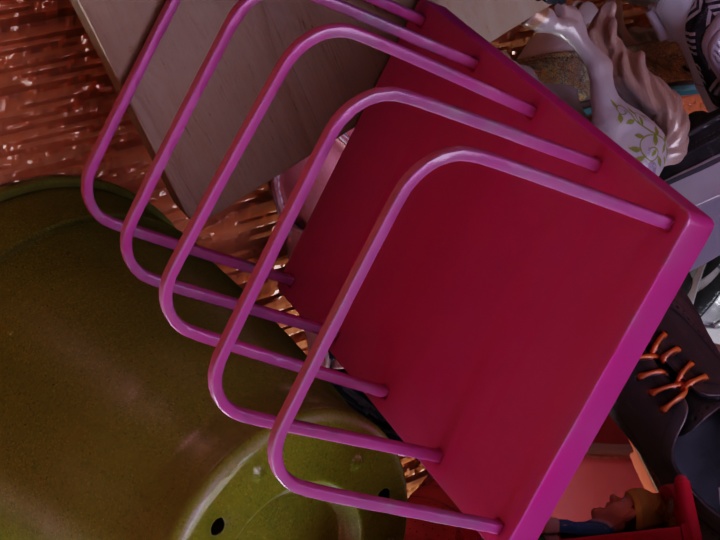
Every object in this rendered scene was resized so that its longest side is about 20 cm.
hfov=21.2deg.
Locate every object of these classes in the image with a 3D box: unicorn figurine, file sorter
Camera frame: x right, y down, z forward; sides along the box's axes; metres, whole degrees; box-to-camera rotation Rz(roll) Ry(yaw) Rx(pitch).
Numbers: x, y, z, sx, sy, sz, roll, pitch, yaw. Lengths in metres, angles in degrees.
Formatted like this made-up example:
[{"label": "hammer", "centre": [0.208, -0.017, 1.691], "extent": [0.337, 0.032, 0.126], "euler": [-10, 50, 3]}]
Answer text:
[{"label": "unicorn figurine", "centre": [0.079, -0.030, 0.891], "extent": [0.200, 0.074, 0.138], "euler": [-39, 94, -8]}, {"label": "file sorter", "centre": [-0.002, -0.017, 0.702], "extent": [0.125, 0.200, 0.139], "euler": [16, 109, -35]}]

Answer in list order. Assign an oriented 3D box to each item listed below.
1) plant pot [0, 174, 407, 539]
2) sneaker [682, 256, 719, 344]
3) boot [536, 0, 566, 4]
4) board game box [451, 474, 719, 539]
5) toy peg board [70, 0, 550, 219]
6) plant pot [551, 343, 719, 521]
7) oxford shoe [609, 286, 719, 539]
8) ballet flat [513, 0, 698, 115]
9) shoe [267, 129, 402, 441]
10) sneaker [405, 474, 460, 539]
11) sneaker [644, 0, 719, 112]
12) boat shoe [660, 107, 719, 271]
[{"label": "plant pot", "centre": [-0.088, 0.083, 0.808], "extent": [0.200, 0.193, 0.201], "euler": [-20, 122, -37]}, {"label": "sneaker", "centre": [0.247, 0.008, 1.178], "extent": [0.074, 0.088, 0.201], "euler": [-21, 124, -38]}, {"label": "boot", "centre": [0.043, -0.193, 0.696], "extent": [0.200, 0.076, 0.169], "euler": [5, 119, -42]}, {"label": "board game box", "centre": [0.089, 0.110, 0.774], "extent": [0.200, 0.158, 0.039], "euler": [12, 65, -48]}, {"label": "toy peg board", "centre": [-0.040, -0.163, 0.782], "extent": [0.199, 0.098, 0.200], "euler": [-33, 131, -10]}, {"label": "plant pot", "centre": [0.144, 0.141, 0.972], "extent": [0.200, 0.200, 0.178], "euler": [-22, 115, -36]}, {"label": "oxford shoe", "centre": [0.129, 0.037, 0.835], "extent": [0.071, 0.073, 0.200], "euler": [-39, 99, -9]}, {"label": "ballet flat", "centre": [0.133, -0.116, 1.031], "extent": [0.199, 0.071, 0.071], "euler": [-15, 119, -39]}, {"label": "shoe", "centre": [0.000, 0.000, 0.916], "extent": [0.200, 0.071, 0.091], "euler": [66, 19, -44]}, {"label": "sneaker", "centre": [0.086, 0.094, 1.072], "extent": [0.200, 0.071, 0.113], "euler": [-20, 126, -46]}, {"label": "sneaker", "centre": [0.160, -0.166, 0.985], "extent": [0.075, 0.115, 0.201], "euler": [-37, 128, -26]}, {"label": "boat shoe", "centre": [0.179, -0.053, 0.954], "extent": [0.200, 0.057, 0.069], "euler": [-31, 149, 9]}]
